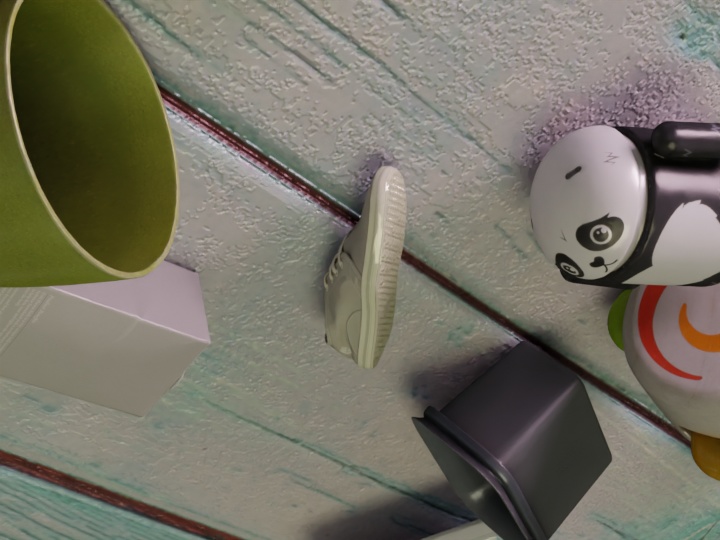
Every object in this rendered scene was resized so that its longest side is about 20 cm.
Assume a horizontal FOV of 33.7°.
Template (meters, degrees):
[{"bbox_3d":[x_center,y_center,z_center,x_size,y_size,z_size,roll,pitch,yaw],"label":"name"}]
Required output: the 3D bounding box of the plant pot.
[{"bbox_3d":[-0.247,-0.065,0.752,0.199,0.188,0.187,-13,140,18],"label":"plant pot"}]

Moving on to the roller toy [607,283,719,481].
[{"bbox_3d":[0.337,0.068,1.049,0.182,0.200,0.140,-35,136,11],"label":"roller toy"}]

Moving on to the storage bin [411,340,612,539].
[{"bbox_3d":[0.152,0.166,1.146,0.134,0.145,0.200,-43,138,-13],"label":"storage bin"}]

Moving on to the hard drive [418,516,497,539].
[{"bbox_3d":[0.050,0.310,1.285,0.199,0.027,0.132,-20,167,2],"label":"hard drive"}]

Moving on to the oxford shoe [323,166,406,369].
[{"bbox_3d":[0.000,0.000,0.965,0.057,0.075,0.201,20,134,13],"label":"oxford shoe"}]

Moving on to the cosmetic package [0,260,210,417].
[{"bbox_3d":[-0.225,0.030,0.906,0.199,0.090,0.107,23,124,-39],"label":"cosmetic package"}]

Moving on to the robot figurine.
[{"bbox_3d":[0.232,-0.048,0.940,0.199,0.125,0.151,3,102,-21],"label":"robot figurine"}]
